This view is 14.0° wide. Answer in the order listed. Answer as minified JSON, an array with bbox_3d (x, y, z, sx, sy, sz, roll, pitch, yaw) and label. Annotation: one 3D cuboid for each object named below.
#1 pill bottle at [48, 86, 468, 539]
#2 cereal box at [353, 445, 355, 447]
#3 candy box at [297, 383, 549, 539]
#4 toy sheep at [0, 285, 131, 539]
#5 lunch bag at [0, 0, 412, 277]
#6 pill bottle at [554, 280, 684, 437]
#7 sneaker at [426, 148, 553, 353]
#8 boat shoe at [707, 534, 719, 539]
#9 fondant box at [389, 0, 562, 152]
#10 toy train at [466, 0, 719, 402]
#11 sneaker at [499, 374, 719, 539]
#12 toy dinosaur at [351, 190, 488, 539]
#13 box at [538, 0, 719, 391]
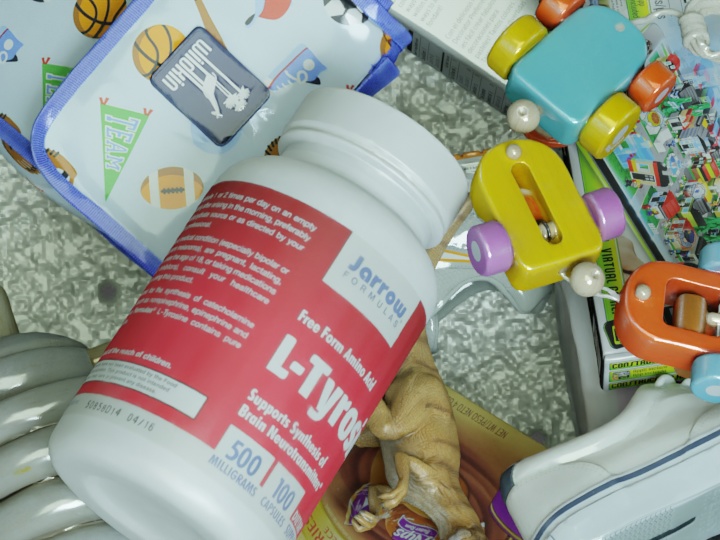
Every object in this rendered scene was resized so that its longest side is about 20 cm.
[{"bbox_3d":[-0.038,0.025,1.256,0.112,0.112,0.200,30,71,5],"label":"pill bottle"},{"bbox_3d":[-0.088,0.145,1.408,0.199,0.040,0.145,-9,81,0],"label":"cereal box"},{"bbox_3d":[0.072,0.145,1.327,0.200,0.057,0.117,31,66,29],"label":"candy box"},{"bbox_3d":[-0.136,0.095,1.336,0.137,0.138,0.201,-22,64,-2],"label":"toy sheep"},{"bbox_3d":[-0.094,-0.101,1.371,0.170,0.124,0.200,-48,59,-3],"label":"lunch bag"},{"bbox_3d":[0.197,0.034,1.383,0.199,0.112,0.113,-9,82,-1],"label":"pill bottle"},{"bbox_3d":[0.000,0.000,1.413,0.199,0.076,0.092,-10,88,2],"label":"sneaker"},{"bbox_3d":[0.110,0.167,1.392,0.200,0.074,0.060,-35,41,10],"label":"boat shoe"},{"bbox_3d":[0.116,-0.136,1.435,0.200,0.058,0.145,34,83,4],"label":"fondant box"},{"bbox_3d":[0.118,-0.032,1.293,0.149,0.056,0.201,8,59,-7],"label":"toy train"},{"bbox_3d":[0.154,0.074,1.292,0.199,0.073,0.071,-20,55,-22],"label":"sneaker"},{"bbox_3d":[0.018,0.058,1.339,0.106,0.060,0.201,-4,64,-7],"label":"toy dinosaur"},{"bbox_3d":[0.149,-0.048,1.345,0.109,0.035,0.201,-8,63,0],"label":"box"}]
